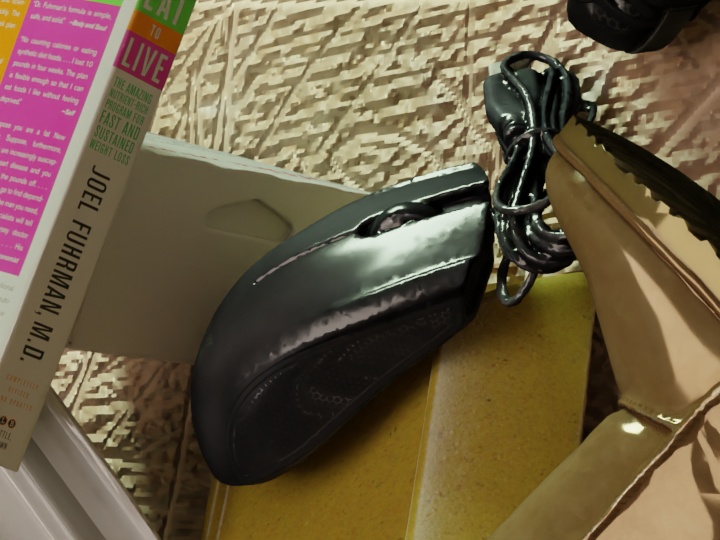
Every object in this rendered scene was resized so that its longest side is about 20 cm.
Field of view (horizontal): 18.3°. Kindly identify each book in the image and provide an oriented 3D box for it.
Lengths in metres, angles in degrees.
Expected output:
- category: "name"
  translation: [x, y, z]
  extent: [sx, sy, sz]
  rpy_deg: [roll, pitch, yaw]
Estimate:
- category: "book"
  translation: [-0.140, -0.036, 0.842]
  extent: [0.134, 0.048, 0.200]
  rpy_deg: [14, 81, 47]

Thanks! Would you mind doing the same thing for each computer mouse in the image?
- category: "computer mouse"
  translation: [0.000, 0.000, 0.823]
  extent: [0.200, 0.053, 0.139]
  rpy_deg: [-42, 22, 21]

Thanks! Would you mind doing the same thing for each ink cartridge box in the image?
- category: "ink cartridge box"
  translation: [-0.108, -0.019, 0.956]
  extent: [0.200, 0.145, 0.084]
  rpy_deg: [17, 96, 51]

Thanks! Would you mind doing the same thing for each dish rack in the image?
- category: "dish rack"
  translation: [-0.154, 0.104, 0.945]
  extent: [0.172, 0.044, 0.200]
  rpy_deg: [52, 154, 8]

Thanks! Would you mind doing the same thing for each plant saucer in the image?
- category: "plant saucer"
  translation: [-0.005, 0.105, 0.833]
  extent: [0.200, 0.048, 0.200]
  rpy_deg: [-29, 42, 44]

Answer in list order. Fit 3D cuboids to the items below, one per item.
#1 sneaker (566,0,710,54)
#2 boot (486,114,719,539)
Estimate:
- category: "sneaker"
  translation: [0.116, -0.120, 0.772]
  extent: [0.200, 0.070, 0.100]
  rpy_deg: [29, 114, 51]
- category: "boot"
  translation: [0.060, 0.072, 0.695]
  extent: [0.200, 0.066, 0.175]
  rpy_deg: [-52, 47, 16]
